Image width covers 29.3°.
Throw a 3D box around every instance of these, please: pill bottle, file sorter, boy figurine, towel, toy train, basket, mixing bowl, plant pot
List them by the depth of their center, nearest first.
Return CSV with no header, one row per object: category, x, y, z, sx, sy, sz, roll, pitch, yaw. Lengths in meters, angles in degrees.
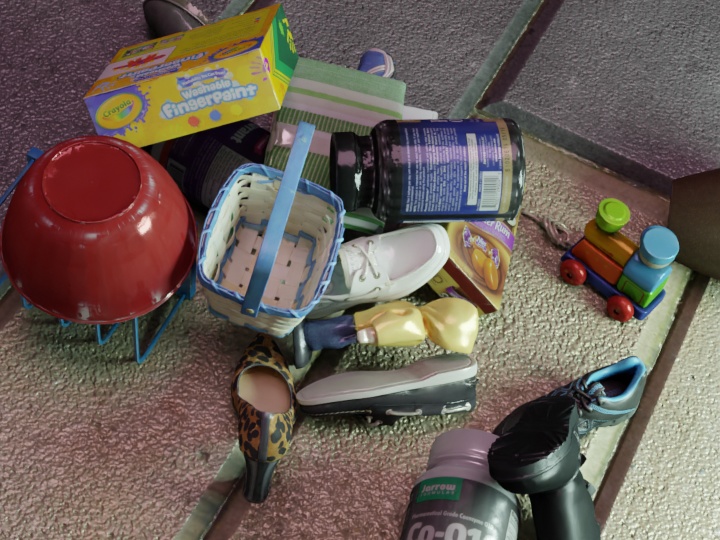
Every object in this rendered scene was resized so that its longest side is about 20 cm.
pill bottle,0.096,0.264,1.353,0.113,0.113,0.200,15,53,2
mixing bowl,-0.262,-0.060,1.366,0.200,0.108,0.201,3,59,-5
basket,-0.090,-0.031,1.391,0.139,0.200,0.177,21,57,-6
file sorter,-0.291,-0.011,1.473,0.200,0.139,0.123,25,57,9
pill bottle,0.069,-0.107,1.479,0.199,0.112,0.112,-1,54,-7
boy figurine,0.027,0.066,1.489,0.199,0.124,0.065,-4,90,0
towel,-0.031,-0.142,1.548,0.152,0.023,0.200,12,63,-11
pill bottle,-0.132,-0.111,1.588,0.200,0.112,0.111,31,55,13
toy train,0.276,-0.042,1.606,0.200,0.116,0.085,40,57,18
plant pot,0.464,-0.051,1.626,0.199,0.187,0.187,6,52,12

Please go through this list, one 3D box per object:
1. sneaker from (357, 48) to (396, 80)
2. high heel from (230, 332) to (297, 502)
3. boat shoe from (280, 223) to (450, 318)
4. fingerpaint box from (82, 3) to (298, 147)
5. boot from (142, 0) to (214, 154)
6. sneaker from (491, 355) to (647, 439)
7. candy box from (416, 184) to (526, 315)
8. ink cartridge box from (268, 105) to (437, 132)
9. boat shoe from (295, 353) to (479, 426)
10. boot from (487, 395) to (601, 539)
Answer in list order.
sneaker,-0.006,-0.190,1.627,0.077,0.076,0.200,14,53,-5
high heel,-0.094,0.118,1.407,0.071,0.143,0.200,4,54,-7
boat shoe,0.000,0.000,1.495,0.200,0.069,0.071,-24,68,19
fingerpaint box,-0.178,-0.208,1.495,0.200,0.073,0.167,-14,25,11
boot,-0.250,-0.239,1.698,0.182,0.073,0.200,33,62,16
sneaker,0.222,0.148,1.479,0.200,0.082,0.073,-27,64,-25
candy box,0.126,-0.059,1.592,0.117,0.056,0.200,45,44,-33
ink cartridge box,-0.011,-0.158,1.683,0.199,0.050,0.109,11,54,-1
boat shoe,0.031,0.136,1.468,0.200,0.060,0.074,-10,17,-18
boot,0.184,0.225,1.340,0.073,0.163,0.198,-5,12,21
